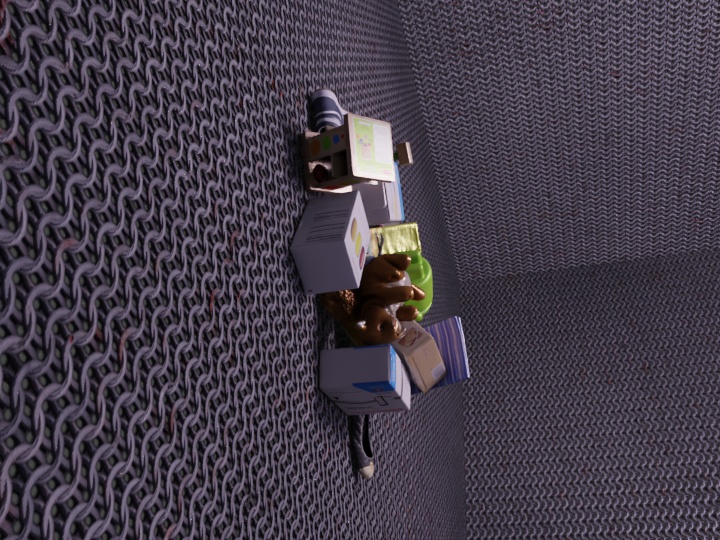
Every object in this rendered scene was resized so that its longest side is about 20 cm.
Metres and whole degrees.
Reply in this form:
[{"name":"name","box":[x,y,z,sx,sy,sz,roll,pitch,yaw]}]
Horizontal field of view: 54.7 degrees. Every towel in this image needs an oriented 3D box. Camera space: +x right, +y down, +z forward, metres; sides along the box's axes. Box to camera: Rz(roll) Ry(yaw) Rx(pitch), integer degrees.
[{"name":"towel","box":[0.070,-0.072,1.799,0.018,0.199,0.086,-2,-83,61]},{"name":"towel","box":[0.155,0.197,1.584,0.024,0.200,0.145,13,62,-43]}]

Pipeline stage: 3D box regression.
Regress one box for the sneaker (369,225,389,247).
[{"name":"sneaker","box":[0.039,-0.034,1.865,0.086,0.080,0.201,-93,-179,-76]}]

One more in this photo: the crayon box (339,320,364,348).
[{"name":"crayon box","box":[0.026,0.187,1.568,0.126,0.052,0.200,48,-10,37]}]

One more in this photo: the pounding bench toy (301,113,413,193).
[{"name":"pounding bench toy","box":[-0.006,-0.232,1.461,0.200,0.156,0.125,0,82,-46]}]

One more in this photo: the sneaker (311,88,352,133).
[{"name":"sneaker","box":[-0.054,-0.321,1.598,0.200,0.070,0.109,37,41,-62]}]

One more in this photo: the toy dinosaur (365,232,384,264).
[{"name":"toy dinosaur","box":[0.000,0.000,1.652,0.182,0.105,0.200,-98,-172,-47]}]

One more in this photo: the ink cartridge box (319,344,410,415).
[{"name":"ink cartridge box","box":[0.014,0.227,1.419,0.200,0.145,0.085,59,27,-59]}]

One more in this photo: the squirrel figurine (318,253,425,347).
[{"name":"squirrel figurine","box":[0.019,0.074,1.425,0.142,0.199,0.187,72,31,-51]}]

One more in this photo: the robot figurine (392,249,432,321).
[{"name":"robot figurine","box":[0.116,0.040,1.678,0.200,0.115,0.176,81,0,-50]}]

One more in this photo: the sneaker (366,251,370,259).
[{"name":"sneaker","box":[-0.022,-0.018,1.526,0.067,0.089,0.201,-57,138,-71]}]

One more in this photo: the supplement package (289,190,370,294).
[{"name":"supplement package","box":[-0.054,-0.057,1.369,0.200,0.109,0.114,-78,156,-55]}]

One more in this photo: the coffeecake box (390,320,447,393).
[{"name":"coffeecake box","box":[0.088,0.151,1.534,0.200,0.073,0.154,43,-14,40]}]

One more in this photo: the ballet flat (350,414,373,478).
[{"name":"ballet flat","box":[0.010,0.354,1.525,0.066,0.057,0.201,27,57,-73]}]

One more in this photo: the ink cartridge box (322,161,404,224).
[{"name":"ink cartridge box","box":[0.008,-0.176,1.619,0.200,0.146,0.147,-21,104,-77]}]

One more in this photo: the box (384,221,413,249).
[{"name":"box","box":[0.085,-0.106,1.928,0.082,0.068,0.201,93,-18,-55]}]
